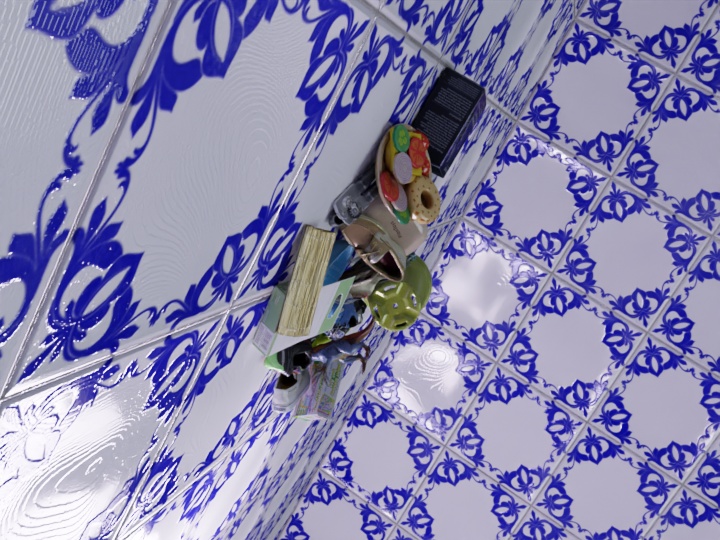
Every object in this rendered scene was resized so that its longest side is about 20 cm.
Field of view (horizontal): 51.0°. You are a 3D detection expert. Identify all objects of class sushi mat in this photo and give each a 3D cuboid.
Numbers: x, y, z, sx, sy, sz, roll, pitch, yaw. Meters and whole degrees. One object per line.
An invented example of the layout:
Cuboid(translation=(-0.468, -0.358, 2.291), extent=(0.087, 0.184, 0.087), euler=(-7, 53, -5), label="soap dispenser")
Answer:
Cuboid(translation=(-0.098, 0.021, 1.358), extent=(0.095, 0.012, 0.203), euler=(13, 93, -58), label="sushi mat")

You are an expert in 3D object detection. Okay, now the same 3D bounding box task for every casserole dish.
Cuboid(translation=(-0.078, 0.008, 1.564), extent=(0.200, 0.038, 0.122), euler=(-49, 166, -46), label="casserole dish")

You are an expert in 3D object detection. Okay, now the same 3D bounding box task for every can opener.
Cuboid(translation=(-0.001, -0.153, 1.480), extent=(0.066, 0.054, 0.200), euler=(-22, -160, 45), label="can opener")

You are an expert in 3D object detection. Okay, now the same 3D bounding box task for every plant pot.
Cuboid(translation=(0.091, 0.065, 1.965), extent=(0.202, 0.198, 0.185), euler=(-61, -175, 16), label="plant pot")

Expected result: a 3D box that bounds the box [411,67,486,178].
Cuboid(translation=(0.188, -0.325, 1.685), extent=(0.202, 0.103, 0.148), euler=(-60, 170, 5), label="box")

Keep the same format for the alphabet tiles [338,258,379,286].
Cuboid(translation=(0.000, 0.000, 1.711), extent=(0.165, 0.008, 0.200), euler=(-19, -166, 32), label="alphabet tiles")

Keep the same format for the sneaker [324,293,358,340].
Cuboid(translation=(-0.066, 0.106, 1.651), extent=(0.078, 0.090, 0.199), euler=(-39, 163, 33), label="sneaker")

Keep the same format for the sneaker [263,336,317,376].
Cuboid(translation=(-0.136, 0.175, 1.637), extent=(0.200, 0.083, 0.077), euler=(-42, 162, -58), label="sneaker")

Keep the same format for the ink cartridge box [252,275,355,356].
Cuboid(translation=(-0.108, 0.075, 1.462), extent=(0.199, 0.048, 0.147), euler=(-22, 143, -52), label="ink cartridge box")

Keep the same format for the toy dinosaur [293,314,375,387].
Cuboid(translation=(-0.072, 0.191, 1.726), extent=(0.106, 0.178, 0.203), euler=(106, -4, -56), label="toy dinosaur")

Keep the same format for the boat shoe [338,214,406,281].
Cuboid(translation=(0.031, -0.045, 1.554), extent=(0.074, 0.199, 0.067), euler=(-33, -138, 27), label="boat shoe")

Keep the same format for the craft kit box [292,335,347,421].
Cuboid(translation=(-0.096, 0.267, 1.860), extent=(0.197, 0.048, 0.203), euler=(-26, -133, 63), label="craft kit box")

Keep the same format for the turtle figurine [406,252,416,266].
Cuboid(translation=(0.095, -0.106, 1.910), extent=(0.201, 0.100, 0.150), euler=(-53, 129, -11), label="turtle figurine")

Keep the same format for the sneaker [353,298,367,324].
Cuboid(translation=(-0.039, 0.109, 1.889), extent=(0.067, 0.090, 0.200), euler=(-63, 169, 30), label="sneaker")

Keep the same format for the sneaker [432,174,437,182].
Cuboid(translation=(0.137, -0.148, 1.836), extent=(0.200, 0.080, 0.148), euler=(-45, 127, -24), label="sneaker")

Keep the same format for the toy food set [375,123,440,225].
Cuboid(translation=(0.095, -0.192, 1.506), extent=(0.196, 0.048, 0.204), euler=(-1, 90, -52), label="toy food set")

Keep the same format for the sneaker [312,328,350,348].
Cuboid(translation=(-0.097, 0.149, 1.775), extent=(0.199, 0.074, 0.084), euler=(-40, -170, -1), label="sneaker")

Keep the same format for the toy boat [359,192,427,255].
Cuboid(translation=(0.059, -0.121, 1.636), extent=(0.129, 0.132, 0.201), euler=(-31, 134, 6), label="toy boat")

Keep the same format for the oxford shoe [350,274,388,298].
Cuboid(translation=(-0.008, 0.039, 1.783), extent=(0.199, 0.075, 0.070), euler=(-34, -179, -24), label="oxford shoe")

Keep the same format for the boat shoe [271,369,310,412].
Cuboid(translation=(-0.166, 0.262, 1.802), extent=(0.200, 0.070, 0.071), euler=(-52, 146, -67), label="boat shoe")
